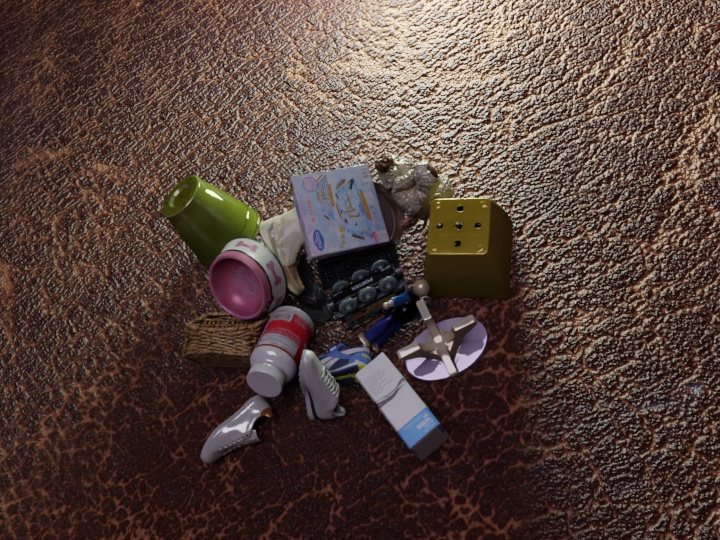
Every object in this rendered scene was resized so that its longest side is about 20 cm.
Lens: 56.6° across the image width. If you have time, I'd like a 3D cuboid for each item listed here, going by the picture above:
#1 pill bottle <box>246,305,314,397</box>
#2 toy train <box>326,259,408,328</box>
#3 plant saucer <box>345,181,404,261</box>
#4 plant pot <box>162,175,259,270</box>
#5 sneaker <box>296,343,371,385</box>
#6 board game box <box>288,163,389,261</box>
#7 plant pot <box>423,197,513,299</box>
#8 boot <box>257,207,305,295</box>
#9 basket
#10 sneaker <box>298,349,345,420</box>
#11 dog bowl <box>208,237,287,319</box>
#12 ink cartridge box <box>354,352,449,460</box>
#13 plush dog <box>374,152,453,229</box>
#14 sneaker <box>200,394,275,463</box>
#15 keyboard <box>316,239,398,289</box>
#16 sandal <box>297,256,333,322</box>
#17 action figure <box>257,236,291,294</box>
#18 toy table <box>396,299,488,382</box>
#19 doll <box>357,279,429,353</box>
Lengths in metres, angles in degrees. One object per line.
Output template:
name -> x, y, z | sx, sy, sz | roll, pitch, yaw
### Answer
pill bottle -> -0.187, 0.187, 1.547 | 0.111, 0.113, 0.201 | 2, 40, 19
toy train -> 0.019, 0.056, 1.577 | 0.198, 0.114, 0.086 | -28, 49, 2
plant saucer -> 0.011, -0.121, 1.654 | 0.197, 0.032, 0.203 | 1, 85, -16
plant pot -> -0.396, -0.134, 1.714 | 0.199, 0.193, 0.202 | -24, 45, 26
sneaker -> -0.059, 0.220, 1.557 | 0.197, 0.074, 0.083 | -10, 45, 22
board game box -> -0.051, -0.139, 1.585 | 0.197, 0.041, 0.203 | -11, 79, -19
plant pot -> 0.236, -0.062, 1.522 | 0.197, 0.177, 0.203 | 1, 68, 18
boot -> -0.144, -0.058, 1.621 | 0.153, 0.072, 0.202 | -27, 82, 6
basket -> -0.325, 0.150, 1.631 | 0.197, 0.143, 0.151 | -1, 68, 17
sneaker -> -0.086, 0.253, 1.490 | 0.079, 0.202, 0.077 | 0, 39, 15
dog bowl -> -0.277, 0.028, 1.597 | 0.198, 0.203, 0.074 | 15, 30, 23
ink cartridge box -> 0.090, 0.291, 1.434 | 0.083, 0.145, 0.200 | -39, 61, -2
plush dog -> 0.110, -0.211, 1.626 | 0.161, 0.199, 0.172 | -47, 68, 13
sneaker -> -0.284, 0.386, 1.555 | 0.200, 0.073, 0.085 | -45, 59, -6
keyboard -> 0.000, 0.000, 1.613 | 0.197, 0.040, 0.105 | -17, 105, -5
sandal -> -0.134, 0.047, 1.667 | 0.075, 0.048, 0.201 | -34, 61, 1
action figure -> -0.253, -0.006, 1.697 | 0.194, 0.104, 0.200 | -46, 53, 10
toy table -> 0.180, 0.160, 1.478 | 0.199, 0.117, 0.185 | -37, 61, 1
doll -> 0.084, 0.099, 1.530 | 0.200, 0.136, 0.049 | -45, 51, 9
